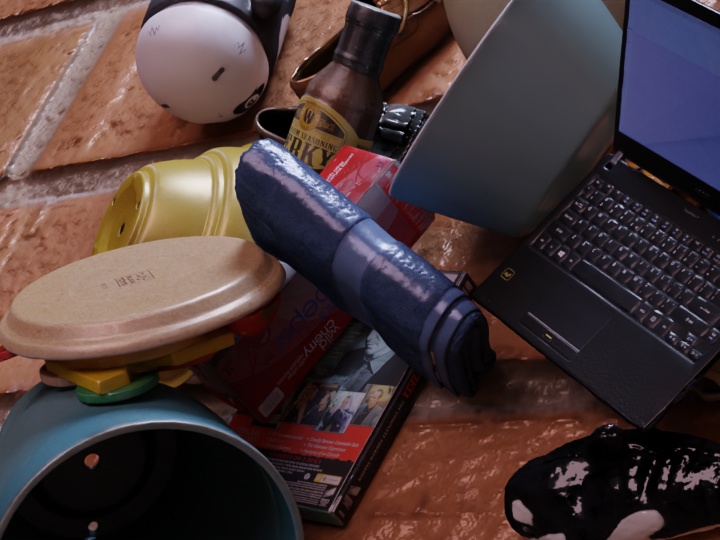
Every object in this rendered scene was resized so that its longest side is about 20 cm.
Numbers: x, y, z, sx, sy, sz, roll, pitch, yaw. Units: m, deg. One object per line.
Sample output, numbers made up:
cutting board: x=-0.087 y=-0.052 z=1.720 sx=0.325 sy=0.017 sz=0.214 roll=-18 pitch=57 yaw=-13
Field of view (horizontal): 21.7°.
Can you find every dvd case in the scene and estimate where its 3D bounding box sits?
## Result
dvd case: x=-0.018 y=0.081 z=1.305 sx=0.145 sy=0.022 sz=0.201 roll=2 pitch=54 yaw=46

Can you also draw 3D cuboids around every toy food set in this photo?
toy food set: x=-0.145 y=0.027 z=1.234 sx=0.197 sy=0.049 sz=0.200 roll=-20 pitch=20 yaw=-28

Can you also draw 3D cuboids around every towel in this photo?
towel: x=0.000 y=0.000 z=1.217 sx=0.200 sy=0.112 sz=0.049 roll=40 pitch=78 yaw=23

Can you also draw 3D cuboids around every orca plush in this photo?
orca plush: x=0.152 y=0.120 z=1.045 sx=0.199 sy=0.071 sz=0.106 roll=11 pitch=59 yaw=50

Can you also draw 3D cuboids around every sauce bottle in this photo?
sauce bottle: x=-0.022 y=-0.100 z=1.397 sx=0.065 sy=0.064 sz=0.201 roll=31 pitch=104 yaw=55

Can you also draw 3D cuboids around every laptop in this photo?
laptop: x=0.159 y=-0.044 z=1.074 sx=0.200 sy=0.103 sz=0.177 roll=-45 pitch=40 yaw=-5

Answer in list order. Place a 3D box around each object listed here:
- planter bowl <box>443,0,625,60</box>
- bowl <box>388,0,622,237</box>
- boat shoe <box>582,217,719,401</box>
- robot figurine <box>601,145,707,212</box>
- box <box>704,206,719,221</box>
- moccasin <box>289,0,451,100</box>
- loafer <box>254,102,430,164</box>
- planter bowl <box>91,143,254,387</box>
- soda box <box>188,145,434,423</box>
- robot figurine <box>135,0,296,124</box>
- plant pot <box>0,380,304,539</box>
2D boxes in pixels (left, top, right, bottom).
planter bowl: x=0.138 y=-0.240 z=1.406 sx=0.199 sy=0.135 sz=0.201 roll=-27 pitch=36 yaw=22
bowl: x=0.117 y=-0.101 z=1.256 sx=0.201 sy=0.105 sz=0.201 roll=-53 pitch=-5 yaw=-6
boat shoe: x=0.166 y=0.022 z=1.138 sx=0.068 sy=0.075 sz=0.199 roll=-47 pitch=35 yaw=-19
robot figurine: x=0.236 y=-0.098 z=1.215 sx=0.200 sy=0.058 sz=0.145 roll=-46 pitch=33 yaw=-7
box: x=0.306 y=-0.062 z=1.103 sx=0.199 sy=0.064 sz=0.070 roll=-36 pitch=34 yaw=9
moccasin: x=0.021 y=-0.208 z=1.534 sx=0.201 sy=0.078 sz=0.074 roll=-43 pitch=34 yaw=-3
loafer: x=-0.007 y=-0.098 z=1.453 sx=0.199 sy=0.063 sz=0.072 roll=1 pitch=52 yaw=45
planter bowl: x=-0.149 y=-0.018 z=1.422 sx=0.200 sy=0.083 sz=0.201 roll=-46 pitch=32 yaw=39
soda box: x=-0.039 y=0.008 z=1.331 sx=0.200 sy=0.063 sz=0.070 roll=-49 pitch=33 yaw=-14
robot figurine: x=-0.124 y=-0.221 z=1.657 sx=0.124 sy=0.151 sz=0.201 roll=10 pitch=50 yaw=5
plant pot: x=-0.157 y=0.155 z=1.220 sx=0.200 sy=0.200 sz=0.188 roll=-42 pitch=26 yaw=-1
